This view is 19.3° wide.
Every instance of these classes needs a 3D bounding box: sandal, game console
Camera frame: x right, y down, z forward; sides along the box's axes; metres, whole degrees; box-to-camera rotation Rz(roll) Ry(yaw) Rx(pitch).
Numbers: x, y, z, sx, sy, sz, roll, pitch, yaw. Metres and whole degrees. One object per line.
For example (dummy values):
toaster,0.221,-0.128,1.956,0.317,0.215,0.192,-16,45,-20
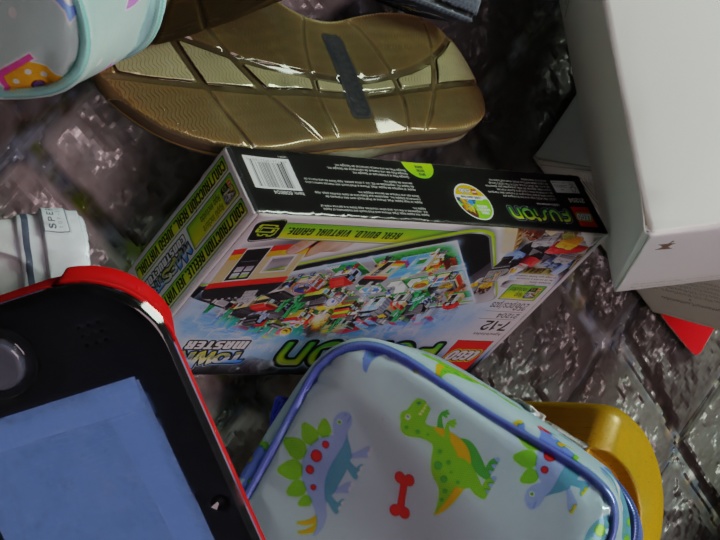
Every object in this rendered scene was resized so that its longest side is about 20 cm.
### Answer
sandal,-0.033,-0.073,0.884,0.200,0.054,0.081,0,64,-42
game console,-0.126,0.104,0.791,0.176,0.031,0.200,-19,113,6

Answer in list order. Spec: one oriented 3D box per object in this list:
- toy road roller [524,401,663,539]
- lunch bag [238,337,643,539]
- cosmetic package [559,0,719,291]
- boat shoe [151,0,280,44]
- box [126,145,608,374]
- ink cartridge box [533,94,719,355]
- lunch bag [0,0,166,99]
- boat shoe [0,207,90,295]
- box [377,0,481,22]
toy road roller,0.103,0.150,1.016,0.200,0.123,0.146,37,64,-39
lunch bag,0.010,0.137,0.889,0.200,0.160,0.082,-60,163,2
cosmetic package,0.151,-0.101,0.940,0.107,0.085,0.201,-5,73,-6
boat shoe,-0.046,-0.134,0.798,0.200,0.073,0.063,-20,87,-12
box,0.000,0.000,0.903,0.200,0.035,0.110,2,142,-41
ink cartridge box,0.207,-0.074,1.074,0.176,0.084,0.200,47,68,-37
lunch bag,-0.150,-0.159,0.700,0.077,0.160,0.201,-36,124,-60
boat shoe,-0.135,0.071,0.834,0.067,0.074,0.201,-6,108,-10
box,0.007,-0.222,0.888,0.157,0.051,0.201,17,89,-42
